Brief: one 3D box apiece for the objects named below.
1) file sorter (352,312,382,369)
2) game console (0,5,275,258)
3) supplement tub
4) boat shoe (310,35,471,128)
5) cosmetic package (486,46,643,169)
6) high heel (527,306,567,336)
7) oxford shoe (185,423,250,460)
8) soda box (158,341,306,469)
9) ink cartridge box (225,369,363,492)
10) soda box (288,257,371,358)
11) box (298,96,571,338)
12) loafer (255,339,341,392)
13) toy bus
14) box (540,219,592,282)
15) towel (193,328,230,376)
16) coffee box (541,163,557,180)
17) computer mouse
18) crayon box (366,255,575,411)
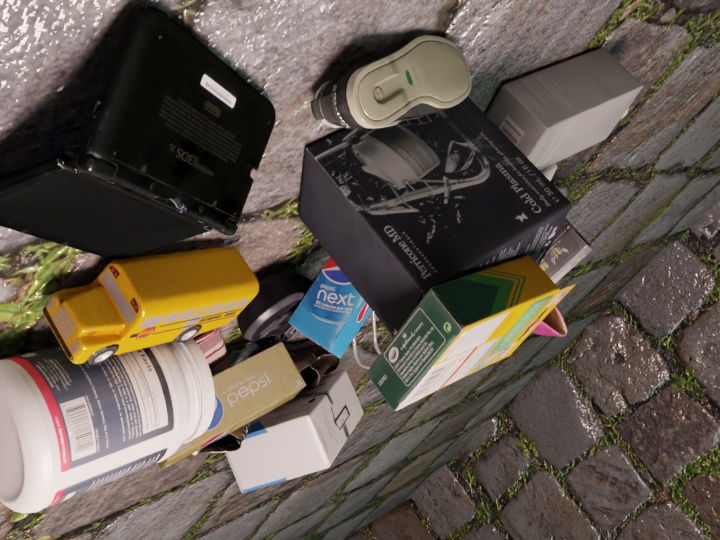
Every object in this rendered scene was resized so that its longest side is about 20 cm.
[{"bbox_3d":[0.096,0.061,1.164,0.199,0.138,0.125,-16,106,-46],"label":"file sorter"},{"bbox_3d":[-0.178,-0.092,0.626,0.177,0.116,0.200,-70,158,-2],"label":"game console"},{"bbox_3d":[-0.257,0.135,0.786,0.199,0.141,0.141,-14,148,-47],"label":"supplement tub"},{"bbox_3d":[0.036,-0.177,0.769,0.067,0.072,0.200,-8,-166,44],"label":"boat shoe"},{"bbox_3d":[0.253,-0.200,1.031,0.199,0.090,0.107,-28,158,-34],"label":"cosmetic package"},{"bbox_3d":[0.195,0.009,0.989,0.067,0.096,0.201,-43,135,-18],"label":"high heel"},{"bbox_3d":[-0.181,0.207,1.101,0.200,0.084,0.073,-23,156,-54],"label":"oxford shoe"},{"bbox_3d":[-0.171,0.167,1.013,0.199,0.068,0.064,-26,168,-28],"label":"soda box"},{"bbox_3d":[-0.095,0.234,1.205,0.145,0.085,0.200,-21,-174,17],"label":"ink cartridge box"},{"bbox_3d":[0.000,0.000,0.958,0.201,0.064,0.068,-57,164,-7],"label":"soda box"},{"bbox_3d":[0.070,-0.062,0.843,0.196,0.200,0.124,-30,157,-23],"label":"box"},{"bbox_3d":[-0.087,0.150,1.198,0.073,0.071,0.200,-47,158,21],"label":"loafer"},{"bbox_3d":[-0.192,0.028,0.765,0.078,0.065,0.200,-42,164,29],"label":"toy bus"},{"bbox_3d":[0.228,-0.025,1.242,0.200,0.159,0.048,-45,158,15],"label":"box"},{"bbox_3d":[-0.230,0.143,1.021,0.144,0.023,0.200,-34,161,-18],"label":"towel"},{"bbox_3d":[0.154,-0.091,1.093,0.199,0.080,0.115,-31,158,-20],"label":"coffee box"},{"bbox_3d":[-0.103,0.043,0.992,0.138,0.053,0.200,-39,170,5],"label":"computer mouse"},{"bbox_3d":[0.111,0.055,0.796,0.199,0.052,0.126,-15,148,-46],"label":"crayon box"}]
